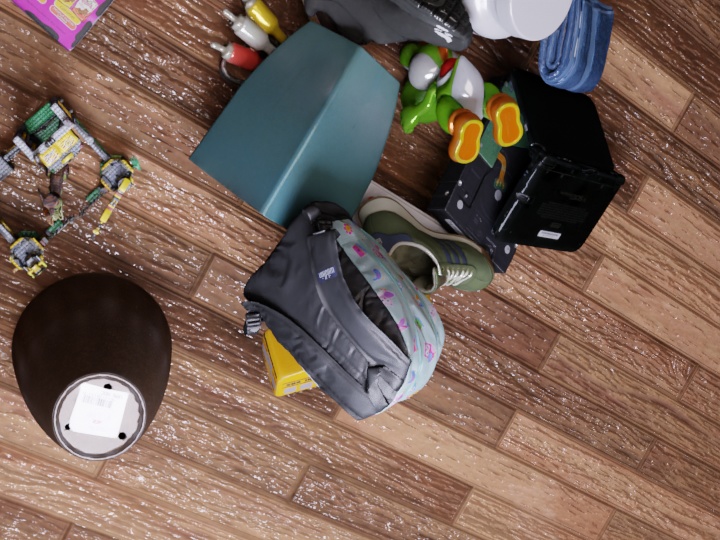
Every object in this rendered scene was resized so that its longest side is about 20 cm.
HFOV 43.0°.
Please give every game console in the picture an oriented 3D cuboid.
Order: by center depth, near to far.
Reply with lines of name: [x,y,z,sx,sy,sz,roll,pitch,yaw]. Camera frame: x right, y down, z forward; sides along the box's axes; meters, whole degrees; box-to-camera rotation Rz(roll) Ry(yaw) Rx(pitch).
game console: [0.232,-0.131,1.146,0.198,0.117,0.178,5,122,-46]

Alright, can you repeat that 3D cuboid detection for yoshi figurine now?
yoshi figurine: [0.103,-0.192,1.064,0.111,0.201,0.112,24,112,-40]

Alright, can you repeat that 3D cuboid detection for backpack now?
backpack: [-0.008,0.046,0.932,0.200,0.126,0.168,48,124,15]

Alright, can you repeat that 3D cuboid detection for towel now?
towel: [0.259,-0.272,1.090,0.048,0.199,0.114,10,101,23]

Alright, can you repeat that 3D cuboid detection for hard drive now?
hard drive: [0.169,-0.118,1.129,0.139,0.037,0.202,40,68,-36]

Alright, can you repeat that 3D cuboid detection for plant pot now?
plant pot: [-0.287,0.119,0.995,0.183,0.200,0.191,-5,105,-17]
plant pot: [-0.057,-0.155,1.007,0.202,0.141,0.141,-58,145,3]

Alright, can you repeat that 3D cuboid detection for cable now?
cable: [-0.082,-0.234,1.053,0.198,0.050,0.098,26,96,-23]

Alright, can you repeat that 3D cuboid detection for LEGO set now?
LEGO set: [-0.335,-0.087,0.968,0.198,0.116,0.155,-34,112,-7]

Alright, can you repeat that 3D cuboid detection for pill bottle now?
pill bottle: [0.131,-0.323,1.010,0.114,0.199,0.118,-18,124,-30]

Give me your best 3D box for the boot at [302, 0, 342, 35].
boot: [0.014,-0.360,1.001,0.163,0.072,0.204,-1,101,22]

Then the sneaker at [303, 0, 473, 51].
sneaker: [0.027,-0.276,0.972,0.198,0.076,0.092,30,130,11]

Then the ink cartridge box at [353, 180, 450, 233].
ink cartridge box: [0.000,0.000,1.124,0.145,0.084,0.202,29,93,-24]

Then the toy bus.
toy bus: [-0.010,0.081,1.048,0.196,0.079,0.066,-13,64,-15]

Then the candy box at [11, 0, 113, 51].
candy box: [-0.290,-0.350,0.946,0.136,0.061,0.201,41,89,-23]

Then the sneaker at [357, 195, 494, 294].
sneaker: [0.079,-0.003,1.043,0.198,0.091,0.067,27,127,-31]
